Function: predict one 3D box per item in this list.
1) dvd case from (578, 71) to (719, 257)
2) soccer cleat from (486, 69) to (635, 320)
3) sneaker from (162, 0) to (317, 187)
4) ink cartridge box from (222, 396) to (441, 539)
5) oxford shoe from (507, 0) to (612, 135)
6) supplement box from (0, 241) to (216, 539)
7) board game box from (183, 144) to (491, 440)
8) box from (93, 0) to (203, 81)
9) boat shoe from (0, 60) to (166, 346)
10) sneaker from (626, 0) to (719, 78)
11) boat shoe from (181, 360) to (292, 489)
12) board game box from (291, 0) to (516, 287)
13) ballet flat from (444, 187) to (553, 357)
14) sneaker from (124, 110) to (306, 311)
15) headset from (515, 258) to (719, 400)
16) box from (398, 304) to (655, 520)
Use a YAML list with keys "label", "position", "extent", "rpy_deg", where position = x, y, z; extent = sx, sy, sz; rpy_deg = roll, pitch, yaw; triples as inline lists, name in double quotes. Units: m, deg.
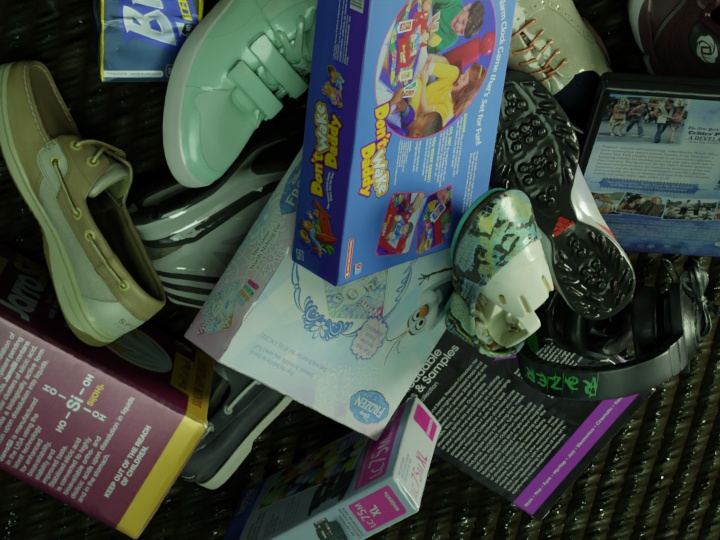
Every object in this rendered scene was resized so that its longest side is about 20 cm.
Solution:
- label: "dvd case"
  position: [0.222, -0.071, 1.231]
  extent: [0.143, 0.018, 0.200]
  rpy_deg: [4, 149, -3]
- label: "soccer cleat"
  position: [0.126, -0.055, 1.206]
  extent: [0.068, 0.073, 0.200]
  rpy_deg: [-33, 118, -2]
- label: "sneaker"
  position: [-0.043, -0.135, 1.117]
  extent: [0.074, 0.118, 0.201]
  rpy_deg: [40, 73, -54]
- label: "ink cartridge box"
  position: [-0.038, 0.176, 1.290]
  extent: [0.200, 0.119, 0.042]
  rpy_deg: [-33, 104, 22]
- label: "oxford shoe"
  position: [0.120, -0.160, 1.177]
  extent: [0.071, 0.074, 0.200]
  rpy_deg: [-36, 135, 21]
- label: "supplement box"
  position: [-0.210, 0.075, 1.199]
  extent: [0.200, 0.131, 0.103]
  rpy_deg: [29, 105, -11]
- label: "board game box"
  position: [0.000, 0.000, 1.200]
  extent: [0.199, 0.043, 0.200]
  rpy_deg: [-59, 142, -1]
- label: "box"
  position: [-0.137, -0.225, 1.126]
  extent: [0.070, 0.064, 0.200]
  rpy_deg: [-1, 115, -12]
- label: "boat shoe"
  position: [-0.182, -0.053, 1.156]
  extent: [0.066, 0.074, 0.200]
  rpy_deg: [-22, 87, 19]
- label: "sneaker"
  position: [0.259, -0.118, 1.224]
  extent: [0.076, 0.115, 0.200]
  rpy_deg: [-36, 119, -17]
- label: "boat shoe"
  position: [-0.087, 0.075, 1.276]
  extent: [0.063, 0.073, 0.200]
  rpy_deg: [25, 113, -25]
- label: "board game box"
  position: [0.029, -0.102, 1.094]
  extent: [0.134, 0.045, 0.200]
  rpy_deg: [-18, 126, -41]
- label: "ballet flat"
  position: [0.098, 0.008, 1.163]
  extent: [0.074, 0.074, 0.200]
  rpy_deg: [-16, 161, -4]
- label: "sneaker"
  position: [-0.056, -0.035, 1.227]
  extent: [0.200, 0.076, 0.115]
  rpy_deg: [-23, 121, -6]
- label: "headset"
  position: [0.200, 0.049, 1.282]
  extent: [0.200, 0.123, 0.094]
  rpy_deg: [-35, 123, -40]
- label: "box"
  position: [0.109, 0.090, 1.346]
  extent: [0.200, 0.036, 0.143]
  rpy_deg: [34, 104, -25]
